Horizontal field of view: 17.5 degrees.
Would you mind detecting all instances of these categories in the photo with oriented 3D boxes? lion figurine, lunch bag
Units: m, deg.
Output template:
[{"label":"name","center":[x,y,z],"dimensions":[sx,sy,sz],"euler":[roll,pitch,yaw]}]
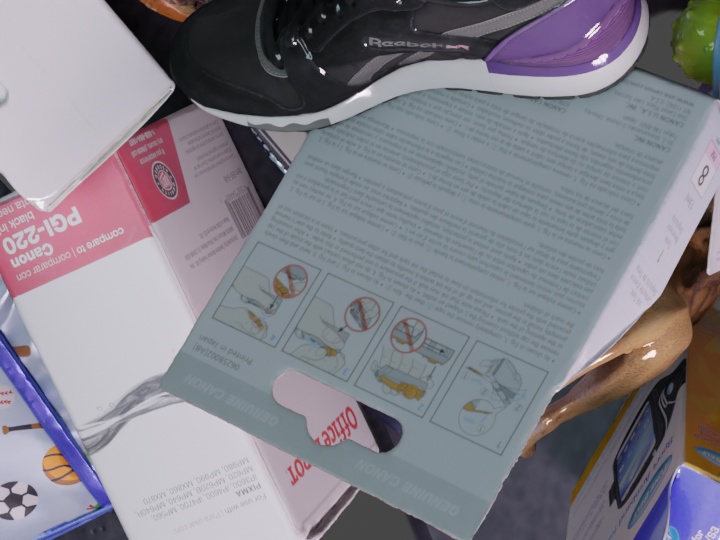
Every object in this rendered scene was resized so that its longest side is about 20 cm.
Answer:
[{"label":"lion figurine","center":[0.112,0.018,0.990],"dimensions":[0.122,0.200,0.073],"euler":[-27,106,16]},{"label":"lunch bag","center":[-0.197,0.050,1.142],"dimensions":[0.160,0.076,0.200],"euler":[-26,123,5]}]

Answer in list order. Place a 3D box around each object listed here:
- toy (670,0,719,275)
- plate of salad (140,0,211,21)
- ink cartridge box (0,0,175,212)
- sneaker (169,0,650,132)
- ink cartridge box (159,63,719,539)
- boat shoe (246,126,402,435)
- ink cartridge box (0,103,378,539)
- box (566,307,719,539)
[{"label":"toy","center":[0.164,-0.110,0.991],"dimensions":[0.047,0.115,0.200],"euler":[16,112,34]},{"label":"plate of salad","center":[-0.088,-0.155,1.045],"dimensions":[0.200,0.048,0.200],"euler":[34,159,15]},{"label":"ink cartridge box","center":[-0.180,-0.126,1.039],"dimensions":[0.084,0.200,0.146],"euler":[-43,120,-4]},{"label":"sneaker","center":[0.008,-0.112,0.929],"dimensions":[0.200,0.088,0.076],"euler":[-6,63,21]},{"label":"ink cartridge box","center":[0.036,-0.004,0.945],"dimensions":[0.162,0.057,0.200],"euler":[24,82,31]},{"label":"boat shoe","center":[0.000,0.000,1.094],"dimensions":[0.200,0.075,0.093],"euler":[46,115,-4]},{"label":"ink cartridge box","center":[-0.080,0.034,1.100],"dimensions":[0.085,0.146,0.200],"euler":[-25,95,19]},{"label":"box","center":[0.127,0.103,1.011],"dimensions":[0.041,0.200,0.119],"euler":[26,114,-4]}]
